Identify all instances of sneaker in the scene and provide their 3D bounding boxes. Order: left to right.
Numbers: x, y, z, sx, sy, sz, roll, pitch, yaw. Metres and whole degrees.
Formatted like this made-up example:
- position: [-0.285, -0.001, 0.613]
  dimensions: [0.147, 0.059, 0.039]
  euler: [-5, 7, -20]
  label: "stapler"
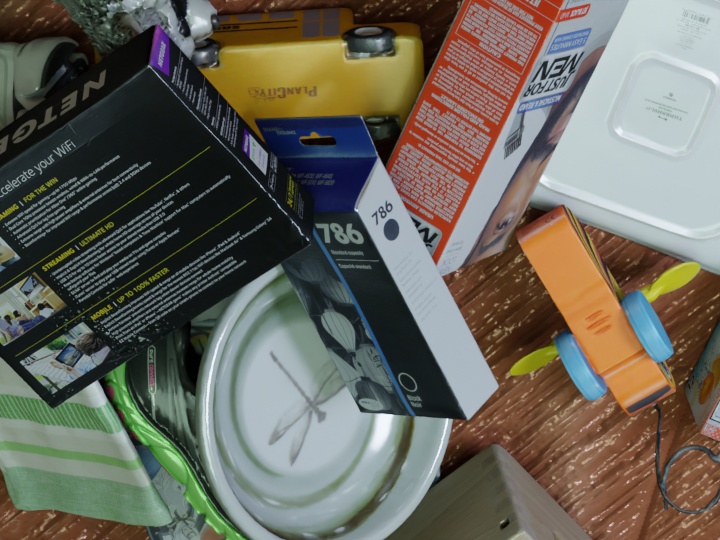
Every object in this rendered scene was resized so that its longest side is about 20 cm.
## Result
- position: [-0.203, -0.055, 1.717]
  dimensions: [0.081, 0.075, 0.201]
  euler: [7, 121, 22]
  label: "sneaker"
- position: [-0.079, 0.111, 1.755]
  dimensions: [0.084, 0.077, 0.200]
  euler: [-37, 113, 11]
  label: "sneaker"

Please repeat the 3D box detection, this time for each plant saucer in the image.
- position: [-0.031, 0.079, 1.724]
  dimensions: [0.199, 0.050, 0.202]
  euler: [-4, 96, -38]
  label: "plant saucer"

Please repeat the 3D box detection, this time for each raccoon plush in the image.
- position: [-0.179, -0.161, 1.626]
  dimensions: [0.199, 0.135, 0.097]
  euler: [-3, 150, 20]
  label: "raccoon plush"

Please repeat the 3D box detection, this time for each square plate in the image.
- position: [0.187, -0.107, 1.722]
  dimensions: [0.199, 0.028, 0.199]
  euler: [19, 112, -9]
  label: "square plate"

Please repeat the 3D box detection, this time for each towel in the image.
- position: [-0.214, 0.077, 1.738]
  dimensions: [0.152, 0.023, 0.201]
  euler: [3, 128, 44]
  label: "towel"

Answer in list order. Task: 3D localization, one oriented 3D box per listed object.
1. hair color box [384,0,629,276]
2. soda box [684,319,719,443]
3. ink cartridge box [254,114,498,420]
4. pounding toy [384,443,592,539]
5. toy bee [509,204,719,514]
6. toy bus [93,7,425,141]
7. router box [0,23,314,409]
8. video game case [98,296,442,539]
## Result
- position: [0.083, -0.101, 1.657]
  dimensions: [0.064, 0.111, 0.201]
  euler: [34, 115, 18]
  label: "hair color box"
- position: [0.279, 0.019, 1.756]
  dimensions: [0.063, 0.068, 0.201]
  euler: [21, 112, -12]
  label: "soda box"
- position: [0.000, 0.000, 1.646]
  dimensions: [0.039, 0.099, 0.201]
  euler: [-43, 118, -33]
  label: "ink cartridge box"
- position: [0.109, 0.246, 1.800]
  dimensions: [0.184, 0.142, 0.200]
  euler: [-37, 119, 13]
  label: "pounding toy"
- position: [0.159, 0.052, 1.757]
  dimensions: [0.130, 0.109, 0.202]
  euler: [-9, 95, 9]
  label: "toy bee"
- position: [-0.061, -0.118, 1.682]
  dimensions: [0.198, 0.078, 0.066]
  euler: [-4, 113, 0]
  label: "toy bus"
- position: [-0.148, -0.028, 1.584]
  dimensions: [0.199, 0.051, 0.149]
  euler: [-32, 119, 20]
  label: "router box"
- position: [-0.066, 0.087, 1.798]
  dimensions: [0.199, 0.026, 0.182]
  euler: [-17, 113, 5]
  label: "video game case"
